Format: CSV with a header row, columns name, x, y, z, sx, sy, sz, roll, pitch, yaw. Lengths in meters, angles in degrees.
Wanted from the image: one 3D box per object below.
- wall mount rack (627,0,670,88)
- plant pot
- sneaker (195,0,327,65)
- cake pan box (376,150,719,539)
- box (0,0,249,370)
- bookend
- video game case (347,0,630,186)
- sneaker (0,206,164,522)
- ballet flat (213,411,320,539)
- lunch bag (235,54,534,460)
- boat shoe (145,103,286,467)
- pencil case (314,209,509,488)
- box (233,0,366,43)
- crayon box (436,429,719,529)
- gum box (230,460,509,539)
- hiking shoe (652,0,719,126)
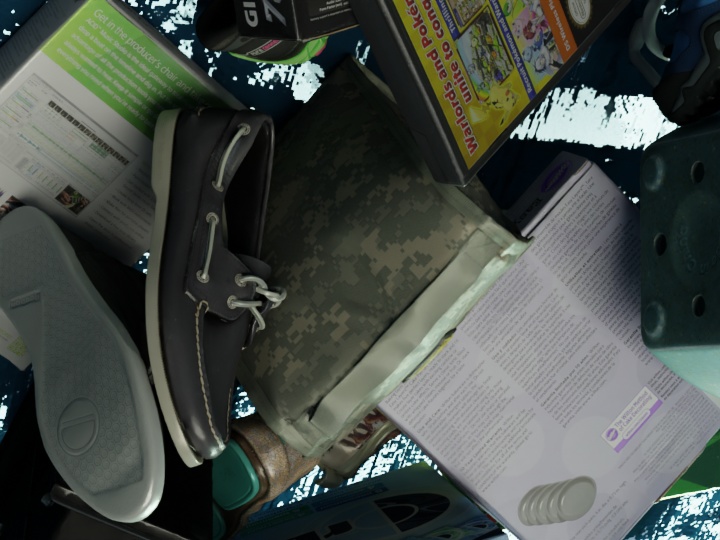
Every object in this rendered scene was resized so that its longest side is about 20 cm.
name,x,y,z,sx,sy,sz,roll,pitch,yaw
wall mount rack,0.250,-0.180,1.182,0.200,0.075,0.174,7,123,-30
plant pot,0.266,-0.012,1.099,0.200,0.196,0.197,2,86,-26
sneaker,-0.051,-0.193,1.021,0.084,0.077,0.200,-7,122,-18
cake pan box,0.126,0.056,1.177,0.184,0.052,0.200,42,88,-22
box,-0.169,-0.051,1.094,0.200,0.036,0.144,-42,131,9
bookend,-0.167,0.158,1.129,0.092,0.199,0.200,24,113,-16
video game case,0.058,-0.174,0.965,0.181,0.025,0.200,-48,129,-28
sneaker,-0.123,0.054,1.049,0.071,0.200,0.099,-43,142,17
ballet flat,-0.072,0.121,1.197,0.067,0.200,0.068,-31,92,-28
lunch bag,0.000,0.000,1.096,0.164,0.200,0.118,-46,120,9
boat shoe,-0.072,0.002,1.027,0.063,0.200,0.073,-7,154,9
pencil case,0.039,0.049,1.230,0.200,0.089,0.078,-37,137,3
box,0.014,-0.228,0.961,0.200,0.050,0.199,-23,112,-40
crayon box,0.144,0.099,1.294,0.200,0.127,0.051,-9,126,-21
gum box,-0.012,0.178,1.195,0.170,0.200,0.045,-17,100,-9
hiking shoe,0.201,-0.173,1.068,0.074,0.087,0.200,-17,140,-49
